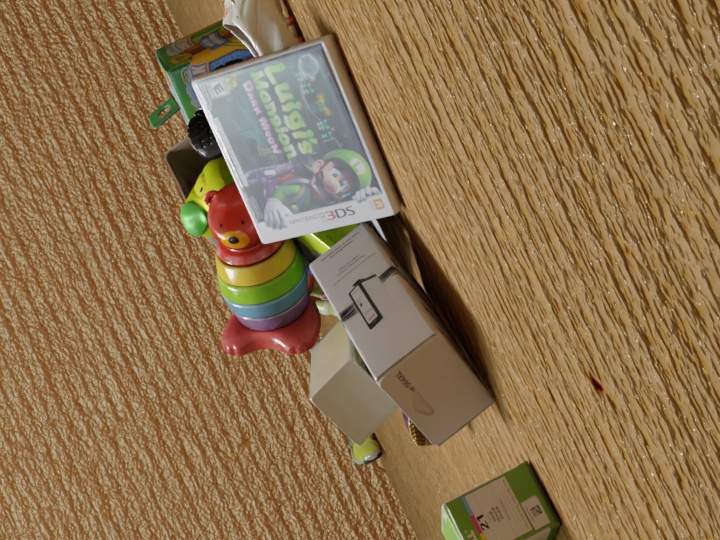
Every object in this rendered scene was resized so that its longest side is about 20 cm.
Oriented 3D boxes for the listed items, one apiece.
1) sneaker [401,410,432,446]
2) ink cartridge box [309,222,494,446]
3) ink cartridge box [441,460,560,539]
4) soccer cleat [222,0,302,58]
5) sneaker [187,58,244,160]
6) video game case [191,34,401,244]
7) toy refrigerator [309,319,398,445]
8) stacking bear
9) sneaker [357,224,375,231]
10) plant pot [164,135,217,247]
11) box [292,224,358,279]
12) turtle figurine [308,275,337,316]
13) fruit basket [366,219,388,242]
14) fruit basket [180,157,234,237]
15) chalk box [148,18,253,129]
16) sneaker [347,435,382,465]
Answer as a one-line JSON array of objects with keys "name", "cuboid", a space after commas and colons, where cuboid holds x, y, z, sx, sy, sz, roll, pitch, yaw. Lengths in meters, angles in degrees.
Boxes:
[{"name": "sneaker", "cuboid": [0.072, 0.123, 1.770, 0.090, 0.074, 0.201, -115, 10, -52]}, {"name": "ink cartridge box", "cuboid": [0.044, 0.067, 1.544, 0.146, 0.084, 0.200, 48, -174, -44]}, {"name": "ink cartridge box", "cuboid": [0.102, 0.291, 1.523, 0.076, 0.198, 0.148, 62, 173, 19]}, {"name": "soccer cleat", "cuboid": [-0.136, -0.325, 1.702, 0.069, 0.077, 0.202, 172, 73, -84]}, {"name": "sneaker", "cuboid": [-0.144, -0.169, 1.698, 0.201, 0.075, 0.088, -84, -30, -57]}, {"name": "video game case", "cuboid": [-0.069, -0.134, 1.544, 0.023, 0.180, 0.202, -47, -60, -52]}, {"name": "toy refrigerator", "cuboid": [-0.006, 0.115, 1.607, 0.076, 0.070, 0.200, 44, -172, -9]}, {"name": "stacking bear", "cuboid": [-0.123, -0.012, 1.692, 0.114, 0.120, 0.201, -72, -27, -48]}, {"name": "sneaker", "cuboid": [-0.001, 0.000, 1.882, 0.114, 0.072, 0.202, 54, 168, 48]}, {"name": "plant pot", "cuboid": [-0.131, -0.113, 2.072, 0.177, 0.199, 0.200, 53, -176, -46]}, {"name": "box", "cuboid": [-0.023, -0.013, 1.719, 0.122, 0.048, 0.200, 38, 167, 19]}, {"name": "turtle figurine", "cuboid": [-0.052, -0.003, 2.302, 0.144, 0.200, 0.194, 41, -169, 8]}, {"name": "fruit basket", "cuboid": [-0.044, -0.128, 1.642, 0.201, 0.093, 0.185, 63, 175, -18]}, {"name": "fruit basket", "cuboid": [-0.137, -0.126, 1.834, 0.216, 0.213, 0.157, -125, 27, -58]}, {"name": "chalk box", "cuboid": [-0.198, -0.252, 1.949, 0.125, 0.198, 0.125, 67, 173, -26]}, {"name": "sneaker", "cuboid": [-0.003, 0.409, 3.541, 0.077, 0.075, 0.200, 67, 172, -23]}]
